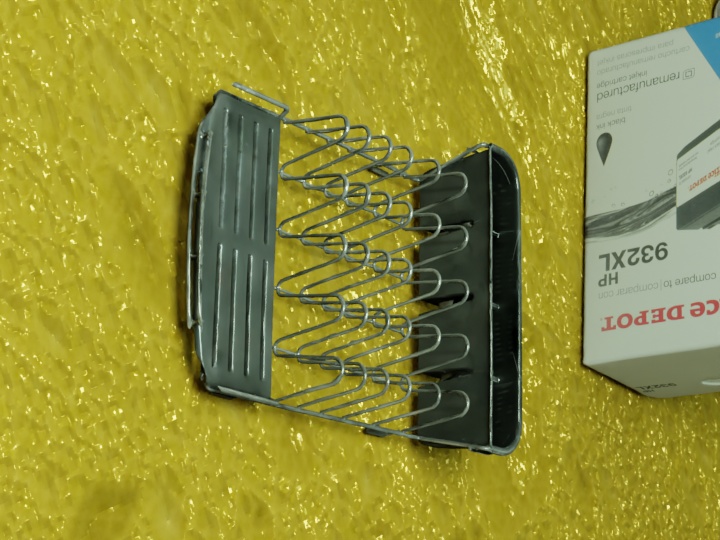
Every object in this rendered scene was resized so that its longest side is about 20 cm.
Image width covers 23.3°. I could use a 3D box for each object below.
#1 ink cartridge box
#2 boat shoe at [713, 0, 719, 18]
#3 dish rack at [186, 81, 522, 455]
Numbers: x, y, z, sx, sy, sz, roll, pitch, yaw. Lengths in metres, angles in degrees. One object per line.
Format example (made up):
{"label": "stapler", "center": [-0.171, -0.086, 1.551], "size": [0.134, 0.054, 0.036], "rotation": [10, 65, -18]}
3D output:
{"label": "ink cartridge box", "center": [0.210, -0.038, 1.016], "size": [0.084, 0.145, 0.201], "rotation": [24, 63, -47]}
{"label": "boat shoe", "center": [0.309, -0.108, 1.228], "size": [0.076, 0.072, 0.201], "rotation": [-36, 110, -51]}
{"label": "dish rack", "center": [0.000, 0.000, 0.802], "size": [0.200, 0.054, 0.154], "rotation": [19, 65, -49]}
